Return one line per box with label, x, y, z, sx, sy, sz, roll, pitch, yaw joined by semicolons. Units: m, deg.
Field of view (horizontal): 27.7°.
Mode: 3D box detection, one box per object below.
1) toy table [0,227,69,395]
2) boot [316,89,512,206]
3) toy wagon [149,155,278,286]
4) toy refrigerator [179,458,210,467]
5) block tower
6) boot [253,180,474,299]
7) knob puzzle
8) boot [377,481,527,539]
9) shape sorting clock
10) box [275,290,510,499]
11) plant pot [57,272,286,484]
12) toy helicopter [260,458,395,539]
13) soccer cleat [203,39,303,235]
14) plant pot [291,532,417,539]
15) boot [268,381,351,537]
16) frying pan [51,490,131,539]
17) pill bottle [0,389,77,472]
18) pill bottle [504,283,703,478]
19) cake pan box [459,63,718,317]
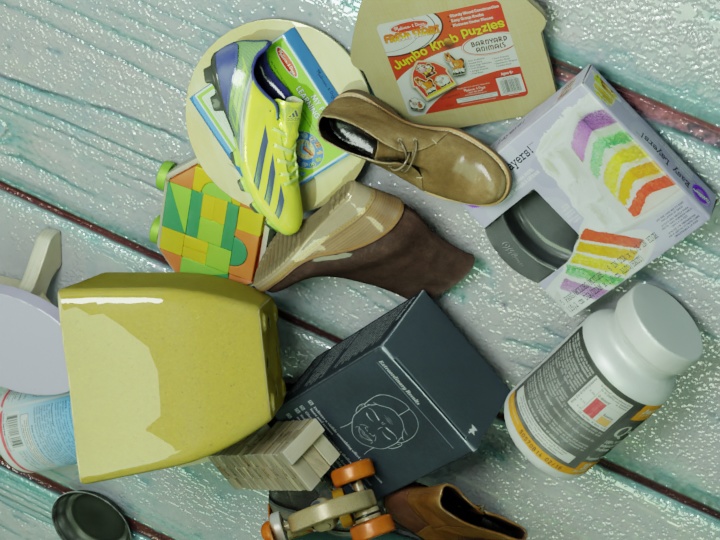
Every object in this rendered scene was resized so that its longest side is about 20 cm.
toy table;-0.378;0.058;1.688;0.198;0.117;0.185;24;123;9
boot;0.048;-0.108;1.403;0.198;0.075;0.074;25;115;12
toy wagon;-0.158;-0.030;1.600;0.154;0.040;0.202;20;121;11
toy refrigerator;-0.208;0.120;1.685;0.075;0.070;0.202;-14;112;19
block tower;-0.096;0.201;1.583;0.058;0.054;0.199;50;153;-13
boot;0.000;0.000;1.523;0.166;0.073;0.200;33;133;-24
knob puzzle;0.083;-0.227;1.390;0.217;0.031;0.221;8;133;8
boot;0.128;0.270;1.562;0.187;0.069;0.200;34;160;-14
shape sorting clock;-0.082;-0.157;1.492;0.198;0.039;0.202;5;111;13
box;0.032;0.140;1.558;0.149;0.107;0.199;49;134;-9
plant pot;-0.184;0.097;1.520;0.198;0.194;0.198;-6;95;5
toy helicopter;-0.058;0.271;1.562;0.200;0.131;0.080;-40;68;62
soccer cleat;-0.088;-0.131;1.448;0.083;0.065;0.202;-16;106;12
plant pot;-0.015;0.383;1.694;0.198;0.142;0.142;20;122;3
boot;-0.052;0.209;1.665;0.198;0.069;0.176;2;118;28
frying pan;-0.339;0.358;1.885;0.114;0.031;0.192;7;122;18
pill bottle;-0.330;0.173;1.736;0.198;0.109;0.110;-13;112;27
pill bottle;0.245;0.112;1.473;0.116;0.117;0.200;40;124;-3
cake pan box;0.212;-0.072;1.419;0.184;0.052;0.200;47;127;-8
